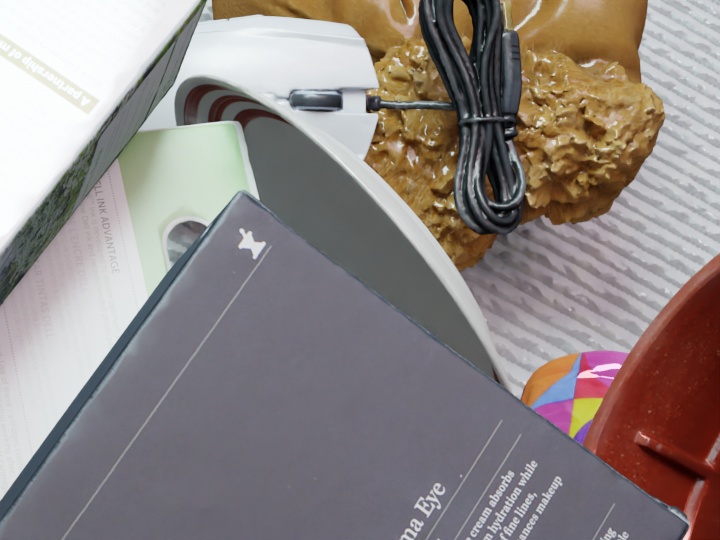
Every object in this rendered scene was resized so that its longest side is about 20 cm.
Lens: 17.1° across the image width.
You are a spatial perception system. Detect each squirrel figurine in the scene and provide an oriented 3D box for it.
[{"bbox_3d":[0.030,-0.098,1.071,0.186,0.142,0.200,5,49,-21],"label":"squirrel figurine"}]

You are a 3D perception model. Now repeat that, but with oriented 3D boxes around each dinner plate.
[{"bbox_3d":[0.000,0.000,0.931,0.024,0.200,0.200,-40,79,-15],"label":"dinner plate"}]

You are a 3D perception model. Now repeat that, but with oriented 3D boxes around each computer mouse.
[{"bbox_3d":[-0.031,-0.068,0.999,0.200,0.044,0.110,-1,92,8],"label":"computer mouse"}]

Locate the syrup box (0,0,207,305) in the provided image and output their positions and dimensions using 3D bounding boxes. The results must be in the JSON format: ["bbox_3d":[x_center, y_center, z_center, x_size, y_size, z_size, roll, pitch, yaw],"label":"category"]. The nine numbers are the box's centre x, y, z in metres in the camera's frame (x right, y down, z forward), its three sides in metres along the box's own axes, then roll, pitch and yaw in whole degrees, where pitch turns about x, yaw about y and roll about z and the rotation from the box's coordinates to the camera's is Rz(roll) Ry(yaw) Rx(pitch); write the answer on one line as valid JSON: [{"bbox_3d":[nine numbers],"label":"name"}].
[{"bbox_3d":[-0.139,-0.034,0.802,0.081,0.079,0.200,35,62,1],"label":"syrup box"}]

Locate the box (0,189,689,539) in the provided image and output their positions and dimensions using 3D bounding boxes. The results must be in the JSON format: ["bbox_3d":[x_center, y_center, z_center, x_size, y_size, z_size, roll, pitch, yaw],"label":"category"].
[{"bbox_3d":[-0.031,0.113,0.763,0.182,0.104,0.200,38,68,-6],"label":"box"}]

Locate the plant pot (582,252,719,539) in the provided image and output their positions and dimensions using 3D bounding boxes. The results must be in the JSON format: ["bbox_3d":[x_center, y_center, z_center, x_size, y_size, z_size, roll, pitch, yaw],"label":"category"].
[{"bbox_3d":[0.209,0.107,0.867,0.195,0.201,0.201,28,43,-25],"label":"plant pot"}]

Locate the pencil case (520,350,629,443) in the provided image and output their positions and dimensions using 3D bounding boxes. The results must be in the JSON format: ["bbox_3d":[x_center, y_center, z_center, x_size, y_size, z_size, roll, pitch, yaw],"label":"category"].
[{"bbox_3d":[0.089,0.125,0.961,0.088,0.088,0.200,27,47,-11],"label":"pencil case"}]

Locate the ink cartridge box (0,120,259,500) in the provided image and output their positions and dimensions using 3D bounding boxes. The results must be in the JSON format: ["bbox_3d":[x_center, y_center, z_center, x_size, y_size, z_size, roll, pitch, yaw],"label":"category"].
[{"bbox_3d":[-0.128,0.026,0.848,0.200,0.048,0.146,-6,68,-20],"label":"ink cartridge box"}]
